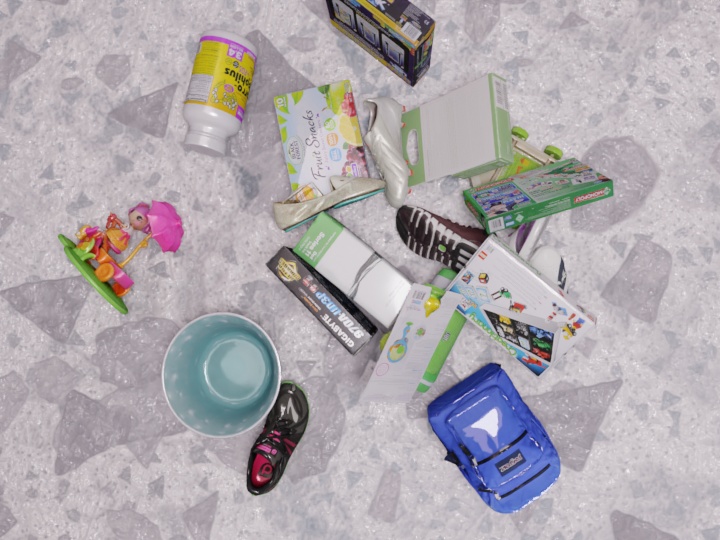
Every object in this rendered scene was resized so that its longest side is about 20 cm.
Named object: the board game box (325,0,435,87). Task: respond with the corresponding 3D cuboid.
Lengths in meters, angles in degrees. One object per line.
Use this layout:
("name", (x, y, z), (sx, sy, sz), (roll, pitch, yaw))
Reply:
("board game box", (0.032, -0.421, 0.979), (0.200, 0.165, 0.057), (40, 90, 5))

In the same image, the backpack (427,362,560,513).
("backpack", (0.215, 0.280, 0.921), (0.162, 0.168, 0.201), (-33, 89, 7))

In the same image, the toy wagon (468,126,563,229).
("toy wagon", (0.253, -0.173, 1.013), (0.199, 0.040, 0.156), (31, 88, 6))

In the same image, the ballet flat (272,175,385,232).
("ballet flat", (-0.057, -0.126, 0.965), (0.198, 0.067, 0.063), (-22, 96, 5))

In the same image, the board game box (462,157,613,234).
("board game box", (0.277, -0.124, 0.923), (0.198, 0.135, 0.029), (-17, 116, 2))

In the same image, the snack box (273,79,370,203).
("snack box", (-0.065, -0.220, 1.026), (0.141, 0.053, 0.202), (-12, 87, 4))

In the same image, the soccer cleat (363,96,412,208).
("soccer cleat", (0.042, -0.206, 1.008), (0.077, 0.069, 0.202), (0, 79, -23))

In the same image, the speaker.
("speaker", (0.124, 0.101, 0.977), (0.088, 0.088, 0.201), (28, 88, 5))

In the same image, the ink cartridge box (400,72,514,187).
("ink cartridge box", (0.158, -0.228, 0.983), (0.199, 0.048, 0.147), (-13, 76, 46))

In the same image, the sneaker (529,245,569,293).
("sneaker", (0.315, 0.055, 0.947), (0.079, 0.130, 0.201), (12, 87, 2))

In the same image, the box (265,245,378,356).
("box", (-0.058, 0.048, 0.954), (0.046, 0.159, 0.200), (-45, 85, 2))

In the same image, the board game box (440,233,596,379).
("board game box", (0.238, 0.056, 0.883), (0.200, 0.035, 0.127), (41, 119, 8))

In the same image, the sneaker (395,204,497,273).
("sneaker", (0.160, -0.057, 1.000), (0.200, 0.115, 0.076), (39, 129, 33))

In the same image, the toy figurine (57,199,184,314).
("toy figurine", (-0.404, -0.055, 1.017), (0.184, 0.151, 0.200), (-42, 60, -14))

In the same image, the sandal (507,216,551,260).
("sandal", (0.267, -0.043, 0.969), (0.050, 0.082, 0.204), (28, 101, 17))

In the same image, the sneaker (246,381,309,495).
("sneaker", (-0.140, 0.290, 0.978), (0.076, 0.084, 0.202), (17, 87, 4))

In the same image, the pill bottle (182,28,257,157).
("pill bottle", (-0.252, -0.308, 1.018), (0.103, 0.104, 0.202), (12, 87, 4))

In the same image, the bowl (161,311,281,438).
("bowl", (-0.224, 0.173, 0.981), (0.199, 0.105, 0.203), (0, 86, 3))

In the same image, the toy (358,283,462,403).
("toy", (0.069, 0.109, 0.891), (0.047, 0.114, 0.201), (42, 112, 45))

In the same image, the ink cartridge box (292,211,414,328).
("ink cartridge box", (0.000, 0.000, 0.960), (0.200, 0.147, 0.083), (39, 93, 6))
